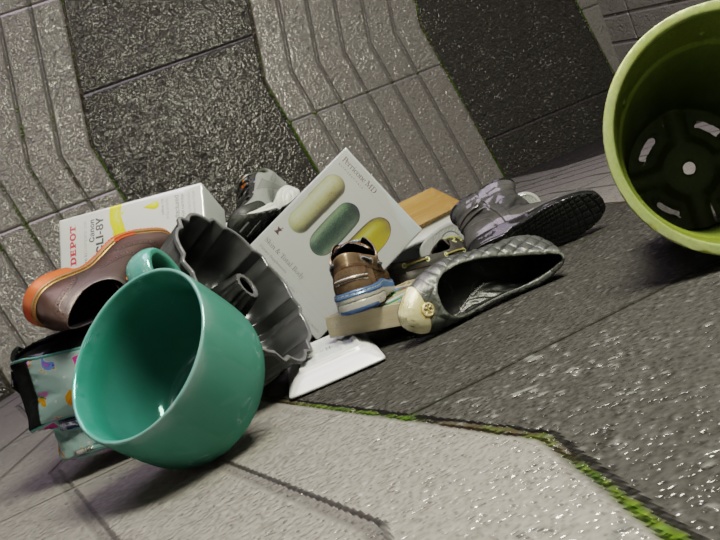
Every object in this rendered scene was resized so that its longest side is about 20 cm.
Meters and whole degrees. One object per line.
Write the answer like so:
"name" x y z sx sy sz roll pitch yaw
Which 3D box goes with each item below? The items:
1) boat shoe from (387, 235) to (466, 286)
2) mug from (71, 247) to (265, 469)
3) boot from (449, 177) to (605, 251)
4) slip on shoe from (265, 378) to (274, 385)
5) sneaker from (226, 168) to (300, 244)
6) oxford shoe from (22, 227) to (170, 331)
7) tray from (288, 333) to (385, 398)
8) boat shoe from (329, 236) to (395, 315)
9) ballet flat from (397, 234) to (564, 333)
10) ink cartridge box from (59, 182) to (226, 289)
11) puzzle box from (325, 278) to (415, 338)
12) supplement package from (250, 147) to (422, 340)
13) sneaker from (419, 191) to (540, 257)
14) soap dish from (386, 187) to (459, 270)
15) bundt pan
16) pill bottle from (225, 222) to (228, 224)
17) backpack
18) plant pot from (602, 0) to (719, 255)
"boat shoe" 0.122 -0.015 1.204 0.199 0.062 0.071 -26 6 -34
"mug" -0.153 0.078 0.754 0.149 0.189 0.114 0 -26 35
"boot" 0.219 -0.088 1.164 0.196 0.071 0.133 -20 38 8
"slip on shoe" -0.128 0.103 1.067 0.073 0.062 0.200 -23 3 7
"sneaker" -0.148 -0.091 1.187 0.074 0.079 0.200 -45 4 20
"oxford shoe" -0.265 0.014 0.938 0.071 0.073 0.199 16 36 31
"tray" -0.035 0.095 0.955 0.106 0.023 0.200 -24 5 -4
"boat shoe" 0.000 0.000 0.998 0.071 0.074 0.200 -15 4 0
"ballet flat" 0.125 0.009 0.897 0.197 0.068 0.057 -25 11 -20
"ink cartridge box" -0.269 -0.006 1.072 0.196 0.148 0.084 -13 -22 8
"puzzle box" 0.064 0.033 1.014 0.131 0.026 0.199 -13 5 33
"supplement package" -0.044 -0.032 1.171 0.200 0.152 0.151 -45 3 -6
"sneaker" 0.187 -0.055 1.334 0.197 0.075 0.118 -25 -3 6
"soap dish" 0.057 -0.041 1.375 0.198 0.082 0.158 -27 -20 -33
"bundt pan" -0.145 0.039 0.918 0.076 0.203 0.202 -40 0 15
"pill bottle" -0.196 0.025 1.394 0.109 0.204 0.111 -21 5 2
"backpack" -0.262 0.116 0.964 0.196 0.156 0.176 -22 1 5
"plant pot" 0.309 -0.106 0.765 0.196 0.204 0.190 -21 -9 9
